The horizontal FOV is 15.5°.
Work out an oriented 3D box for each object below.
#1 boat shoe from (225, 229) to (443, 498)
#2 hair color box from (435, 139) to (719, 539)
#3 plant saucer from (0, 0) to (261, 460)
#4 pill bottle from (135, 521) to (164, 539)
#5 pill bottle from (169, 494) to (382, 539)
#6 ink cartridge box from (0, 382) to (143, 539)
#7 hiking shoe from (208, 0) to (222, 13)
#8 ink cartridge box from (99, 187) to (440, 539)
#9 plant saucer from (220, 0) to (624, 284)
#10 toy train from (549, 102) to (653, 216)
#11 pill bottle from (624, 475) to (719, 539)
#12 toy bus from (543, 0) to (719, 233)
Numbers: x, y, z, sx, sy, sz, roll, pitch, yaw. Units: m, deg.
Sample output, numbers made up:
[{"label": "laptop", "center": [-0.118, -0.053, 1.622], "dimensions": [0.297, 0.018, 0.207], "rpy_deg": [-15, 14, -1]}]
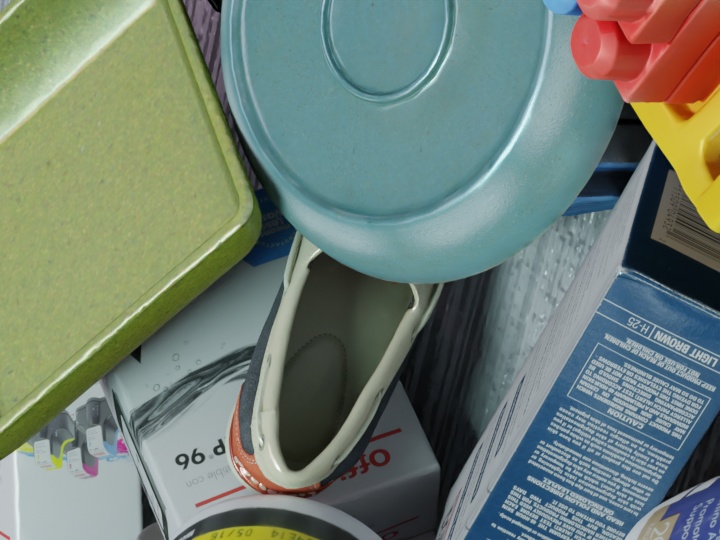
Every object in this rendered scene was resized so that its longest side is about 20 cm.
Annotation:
[{"label": "boat shoe", "center": [0.000, 0.000, 1.083], "dimensions": [0.063, 0.071, 0.201], "rpy_deg": [136, 158, -75]}, {"label": "hair color box", "center": [0.087, 0.058, 0.992], "dimensions": [0.200, 0.060, 0.100], "rpy_deg": [-62, 2, 35]}, {"label": "plant saucer", "center": [-0.125, -0.028, 1.128], "dimensions": [0.200, 0.048, 0.200], "rpy_deg": [-39, 48, 21]}, {"label": "pill bottle", "center": [-0.071, 0.222, 1.221], "dimensions": [0.109, 0.109, 0.201], "rpy_deg": [28, 115, 49]}, {"label": "pill bottle", "center": [-0.047, 0.186, 0.997], "dimensions": [0.200, 0.114, 0.115], "rpy_deg": [-70, 5, -57]}, {"label": "ink cartridge box", "center": [-0.154, 0.092, 1.335], "dimensions": [0.115, 0.068, 0.201], "rpy_deg": [-172, 81, -73]}, {"label": "hiking shoe", "center": [-0.038, -0.136, 1.141], "dimensions": [0.101, 0.076, 0.201], "rpy_deg": [43, 156, 55]}, {"label": "ink cartridge box", "center": [-0.039, 0.070, 1.147], "dimensions": [0.068, 0.116, 0.200], "rpy_deg": [91, 156, -60]}, {"label": "plant saucer", "center": [0.016, -0.095, 1.007], "dimensions": [0.200, 0.027, 0.201], "rpy_deg": [0, 90, 39]}, {"label": "toy train", "center": [0.060, -0.109, 1.039], "dimensions": [0.114, 0.086, 0.201], "rpy_deg": [-8, 84, 45]}, {"label": "pill bottle", "center": [0.180, 0.099, 0.863], "dimensions": [0.200, 0.111, 0.111], "rpy_deg": [-33, 67, 50]}, {"label": "toy bus", "center": [0.146, -0.069, 0.831], "dimensions": [0.136, 0.191, 0.200], "rpy_deg": [-52, 54, 40]}]
